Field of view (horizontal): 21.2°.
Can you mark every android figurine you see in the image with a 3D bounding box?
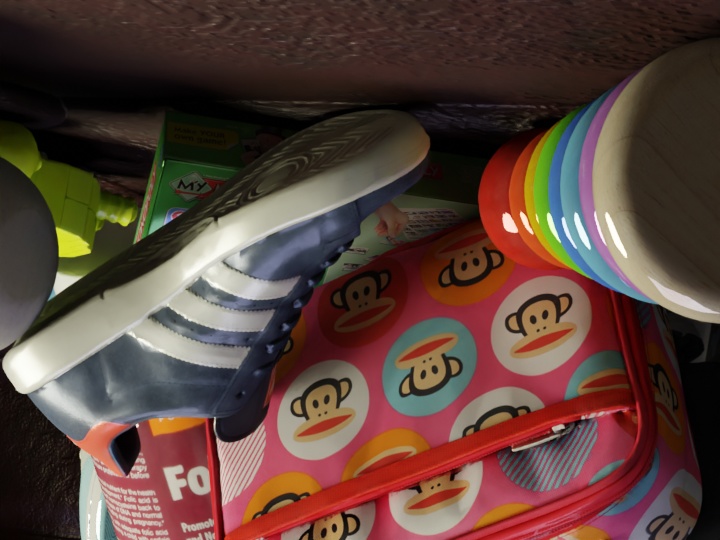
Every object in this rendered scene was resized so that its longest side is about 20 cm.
[{"bbox_3d":[-0.204,-0.043,0.901,0.198,0.042,0.182,12,170,-25],"label":"android figurine"}]

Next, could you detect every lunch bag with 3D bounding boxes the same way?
[{"bbox_3d":[0.035,0.077,0.777,0.199,0.177,0.082,-23,140,20],"label":"lunch bag"}]

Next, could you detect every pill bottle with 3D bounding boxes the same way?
[{"bbox_3d":[-0.093,0.074,1.026,0.113,0.202,0.114,-13,-159,5],"label":"pill bottle"}]

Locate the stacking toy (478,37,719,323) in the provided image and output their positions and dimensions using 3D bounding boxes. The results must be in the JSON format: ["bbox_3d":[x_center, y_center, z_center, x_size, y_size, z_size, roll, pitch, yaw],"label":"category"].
[{"bbox_3d":[0.091,-0.026,0.663,0.084,0.086,0.200,7,178,-12],"label":"stacking toy"}]

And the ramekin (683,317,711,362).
[{"bbox_3d":[0.274,0.076,1.189,0.198,0.106,0.200,7,173,1],"label":"ramekin"}]

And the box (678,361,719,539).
[{"bbox_3d":[0.119,0.121,0.841,0.199,0.105,0.148,-5,145,38],"label":"box"}]

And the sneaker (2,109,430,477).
[{"bbox_3d":[-0.043,0.014,0.756,0.199,0.085,0.075,-30,-165,23],"label":"sneaker"}]

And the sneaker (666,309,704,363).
[{"bbox_3d":[0.113,0.024,0.939,0.077,0.087,0.200,-32,173,5],"label":"sneaker"}]

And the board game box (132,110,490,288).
[{"bbox_3d":[0.000,0.000,0.844,0.198,0.029,0.135,8,138,-13],"label":"board game box"}]

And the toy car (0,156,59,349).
[{"bbox_3d":[-0.227,0.002,0.726,0.173,0.151,0.200,1,152,28],"label":"toy car"}]

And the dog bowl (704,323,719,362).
[{"bbox_3d":[0.263,0.030,0.934,0.198,0.059,0.200,-1,174,0],"label":"dog bowl"}]

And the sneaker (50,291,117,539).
[{"bbox_3d":[-0.149,0.076,1.158,0.079,0.202,0.130,16,176,-43],"label":"sneaker"}]
